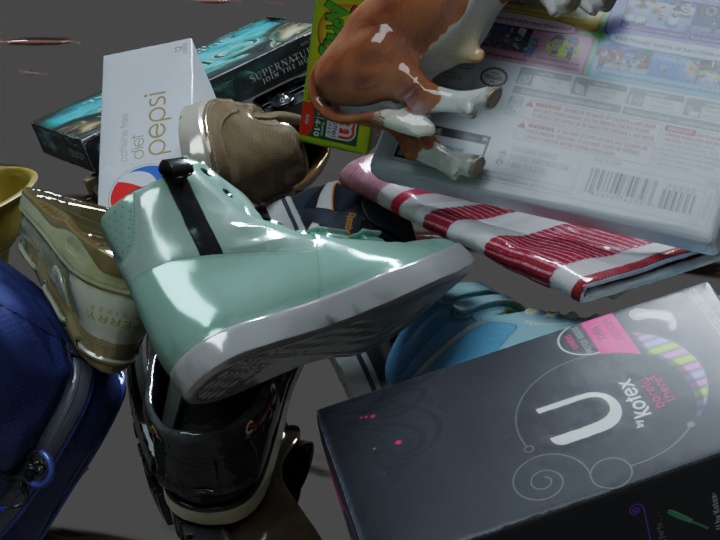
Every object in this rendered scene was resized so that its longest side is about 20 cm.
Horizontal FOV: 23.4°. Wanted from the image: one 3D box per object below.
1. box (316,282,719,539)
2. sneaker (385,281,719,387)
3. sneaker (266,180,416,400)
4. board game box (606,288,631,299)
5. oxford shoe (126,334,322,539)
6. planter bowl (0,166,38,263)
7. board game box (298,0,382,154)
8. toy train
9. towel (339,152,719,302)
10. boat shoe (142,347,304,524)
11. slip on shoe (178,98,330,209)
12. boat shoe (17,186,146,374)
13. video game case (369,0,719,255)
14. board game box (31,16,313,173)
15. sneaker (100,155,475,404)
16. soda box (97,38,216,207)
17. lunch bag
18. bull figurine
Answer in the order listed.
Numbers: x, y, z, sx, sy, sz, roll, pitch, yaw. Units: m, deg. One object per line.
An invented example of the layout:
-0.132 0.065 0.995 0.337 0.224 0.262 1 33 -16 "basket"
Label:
0.095 0.105 0.798 0.200 0.106 0.122 -19 33 -4 "box"
0.103 0.037 0.918 0.200 0.080 0.131 -19 35 -7 "sneaker"
0.000 0.000 1.012 0.079 0.079 0.200 -22 32 -1 "sneaker"
0.140 -0.063 1.087 0.134 0.034 0.200 -30 36 -21 "board game box"
-0.070 0.100 0.910 0.084 0.073 0.200 -19 44 -14 "oxford shoe"
-0.290 0.004 1.098 0.200 0.084 0.200 -12 17 4 "planter bowl"
0.015 -0.155 1.154 0.048 0.102 0.200 13 22 12 "board game box"
-0.107 -0.090 1.226 0.200 0.034 0.046 -27 31 -17 "toy train"
0.103 -0.038 0.976 0.144 0.023 0.200 -16 29 -35 "towel"
-0.066 0.034 0.887 0.073 0.063 0.202 -1 40 5 "boat shoe"
-0.064 -0.071 1.094 0.060 0.076 0.200 -9 0 10 "slip on shoe"
-0.151 0.000 0.954 0.073 0.063 0.201 13 8 -26 "boat shoe"
0.125 -0.113 0.949 0.200 0.022 0.182 14 74 25 "video game case"
-0.130 -0.132 1.271 0.200 0.028 0.135 -28 20 -19 "board game box"
-0.033 -0.016 0.851 0.200 0.074 0.118 -15 67 -46 "sneaker"
-0.126 -0.050 1.099 0.064 0.068 0.200 -11 51 7 "soda box"
-0.217 0.065 0.942 0.136 0.132 0.200 -57 42 4 "lunch bag"
0.058 -0.149 0.937 0.121 0.065 0.200 38 93 25 "bull figurine"
